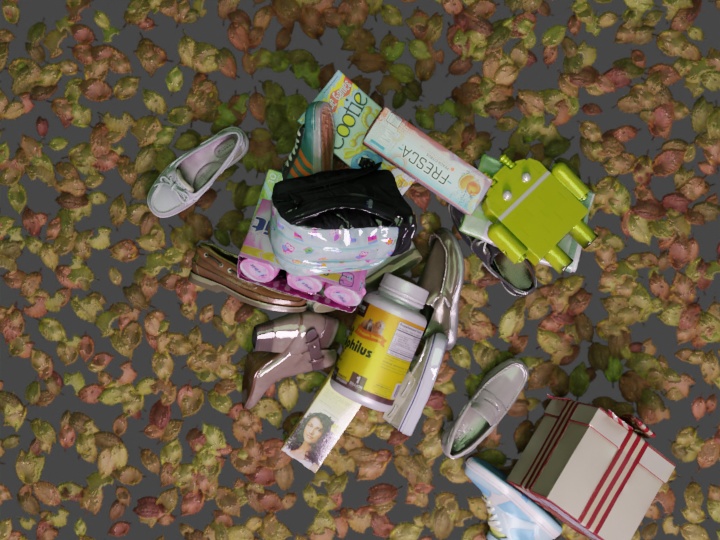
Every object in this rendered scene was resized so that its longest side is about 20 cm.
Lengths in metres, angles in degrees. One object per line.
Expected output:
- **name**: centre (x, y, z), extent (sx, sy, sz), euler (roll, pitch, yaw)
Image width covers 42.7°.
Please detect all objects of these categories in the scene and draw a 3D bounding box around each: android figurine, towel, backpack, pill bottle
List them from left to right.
- **backpack**: centre (-0.035, -0.071, 1.336), extent (0.197, 0.167, 0.128), euler (-8, 128, -18)
- **pill bottle**: centre (0.035, 0.111, 1.452), extent (0.108, 0.109, 0.202), euler (23, 89, -1)
- **towel**: centre (0.270, -0.095, 1.480), extent (0.198, 0.031, 0.151), euler (20, 69, -2)
- **android figurine**: centre (0.275, -0.095, 1.450), extent (0.182, 0.041, 0.200), euler (-40, 82, -16)

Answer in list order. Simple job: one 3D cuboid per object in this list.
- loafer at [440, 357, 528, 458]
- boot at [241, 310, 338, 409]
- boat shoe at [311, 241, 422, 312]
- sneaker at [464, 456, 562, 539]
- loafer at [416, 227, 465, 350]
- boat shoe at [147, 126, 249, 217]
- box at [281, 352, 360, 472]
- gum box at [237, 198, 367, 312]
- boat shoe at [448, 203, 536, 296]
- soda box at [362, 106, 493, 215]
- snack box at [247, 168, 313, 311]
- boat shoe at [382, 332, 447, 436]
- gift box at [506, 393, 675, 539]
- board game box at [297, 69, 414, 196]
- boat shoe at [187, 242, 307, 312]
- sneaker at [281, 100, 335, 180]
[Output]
- **loafer**: centre (0.208, 0.231, 1.522), extent (0.070, 0.070, 0.201), euler (36, 95, -2)
- **boot**: centre (-0.114, 0.151, 1.520), extent (0.144, 0.071, 0.202), euler (0, 131, -21)
- **boat shoe**: centre (0.000, 0.000, 1.501), extent (0.198, 0.075, 0.069), euler (-27, 73, -14)
- **sneaker**: centre (0.227, 0.415, 1.537), extent (0.199, 0.080, 0.131), euler (40, 94, -2)
- **loafer**: centre (0.123, 0.031, 1.496), extent (0.069, 0.075, 0.203), euler (-1, 96, -20)
- **boat shoe**: centre (-0.268, -0.161, 1.496), extent (0.201, 0.065, 0.075), euler (-36, 94, 4)
- **box**: centre (-0.048, 0.232, 1.539), extent (0.075, 0.050, 0.201), euler (32, 95, -3)
- **gum box**: centre (-0.077, -0.021, 1.416), extent (0.197, 0.066, 0.114), euler (17, 56, 3)
- **boat shoe**: centre (0.218, -0.043, 1.498), extent (0.072, 0.068, 0.201), euler (-38, 92, 7)
- **soda box**: centre (0.098, -0.163, 1.383), extent (0.199, 0.068, 0.064), euler (34, 93, -3)
- **snack box**: centre (-0.114, -0.049, 1.510), extent (0.141, 0.053, 0.202), euler (19, 97, 1)
- **boat shoe**: centre (0.087, 0.184, 1.498), extent (0.061, 0.072, 0.202), euler (22, 118, 6)
- **gift box**: centre (0.356, 0.300, 1.448), extent (0.199, 0.184, 0.188), euler (38, 79, -15)
- **board game box**: centre (0.010, -0.209, 1.466), extent (0.199, 0.105, 0.103), euler (40, 95, -4)
- **boat shoe**: centre (-0.175, 0.011, 1.458), extent (0.197, 0.072, 0.069), euler (16, 101, 1)
- **sneaker**: centre (-0.085, -0.167, 1.403), extent (0.079, 0.072, 0.202), euler (13, 127, 13)
